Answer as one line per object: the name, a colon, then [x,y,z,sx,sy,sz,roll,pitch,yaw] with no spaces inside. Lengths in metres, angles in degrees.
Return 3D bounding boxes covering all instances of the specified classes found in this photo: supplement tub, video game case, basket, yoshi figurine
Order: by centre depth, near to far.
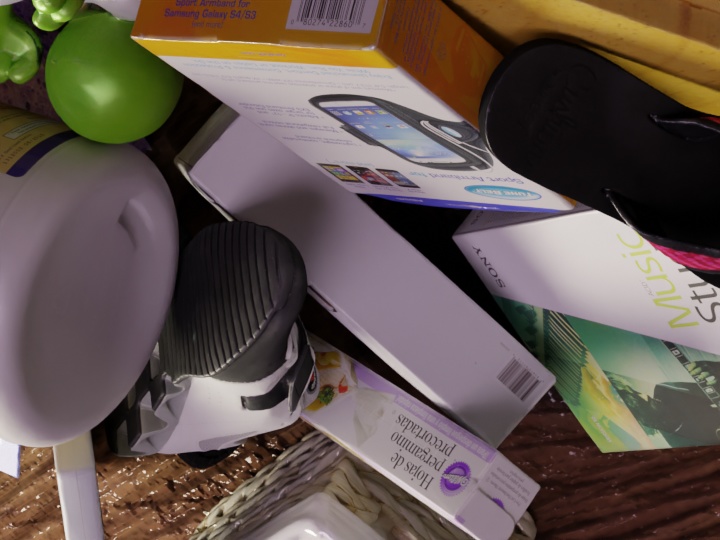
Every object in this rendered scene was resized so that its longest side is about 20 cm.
yoshi figurine: [-0.143,-0.114,1.005,0.199,0.113,0.112,18,122,-30]
supplement tub: [-0.201,-0.014,1.101,0.199,0.145,0.146,19,133,26]
video game case: [-0.151,0.106,1.261,0.022,0.201,0.183,-7,129,-7]
basket: [-0.015,0.173,1.282,0.135,0.124,0.200,43,134,-11]

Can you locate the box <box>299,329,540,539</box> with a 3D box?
box: [0.008,0.075,1.176,0.041,0.039,0.200,39,174,-41]

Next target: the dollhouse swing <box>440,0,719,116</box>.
dollhouse swing: [0.123,-0.169,0.947,0.199,0.177,0.182,15,173,-21]

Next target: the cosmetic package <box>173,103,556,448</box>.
cosmetic package: [0.000,0.000,1.153,0.200,0.083,0.051,42,90,-11]

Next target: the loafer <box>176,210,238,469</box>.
loafer: [-0.104,0.021,1.245,0.071,0.073,0.201,34,154,42]

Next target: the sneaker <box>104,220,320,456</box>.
sneaker: [-0.052,0.034,1.139,0.088,0.075,0.200,6,156,-23]

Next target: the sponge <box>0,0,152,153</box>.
sponge: [-0.213,-0.066,1.257,0.199,0.030,0.112,-22,113,39]

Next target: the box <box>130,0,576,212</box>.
box: [0.010,-0.072,0.986,0.118,0.042,0.200,6,167,33]

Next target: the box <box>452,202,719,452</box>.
box: [0.150,0.017,1.098,0.199,0.036,0.145,-9,122,53]

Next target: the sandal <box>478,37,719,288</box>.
sandal: [0.138,-0.033,0.954,0.199,0.045,0.076,19,102,-26]

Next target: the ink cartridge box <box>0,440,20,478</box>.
ink cartridge box: [-0.266,0.005,1.271,0.197,0.047,0.201,22,123,18]
